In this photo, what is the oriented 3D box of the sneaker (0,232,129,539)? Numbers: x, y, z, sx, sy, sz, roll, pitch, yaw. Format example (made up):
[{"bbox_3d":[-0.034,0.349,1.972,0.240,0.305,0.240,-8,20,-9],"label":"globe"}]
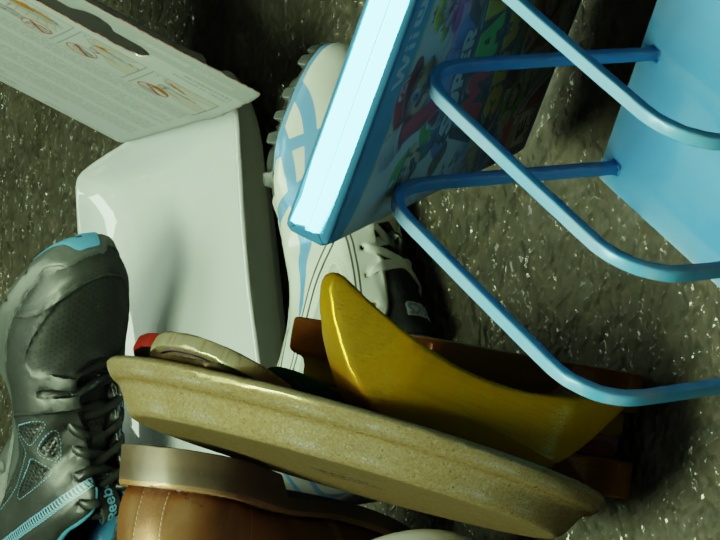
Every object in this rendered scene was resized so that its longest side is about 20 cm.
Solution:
[{"bbox_3d":[-0.134,0.075,1.391,0.082,0.073,0.201,37,130,37],"label":"sneaker"}]

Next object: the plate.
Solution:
[{"bbox_3d":[-0.082,0.026,1.381,0.199,0.032,0.201,-27,66,59],"label":"plate"}]

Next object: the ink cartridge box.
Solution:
[{"bbox_3d":[-0.138,-0.120,1.300,0.200,0.160,0.047,-10,55,67],"label":"ink cartridge box"}]

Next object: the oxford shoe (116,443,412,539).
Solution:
[{"bbox_3d":[-0.037,0.118,1.130,0.071,0.200,0.072,2,79,32],"label":"oxford shoe"}]

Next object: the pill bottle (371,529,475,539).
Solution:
[{"bbox_3d":[0.048,0.189,1.042,0.200,0.112,0.113,49,132,51],"label":"pill bottle"}]

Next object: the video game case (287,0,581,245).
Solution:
[{"bbox_3d":[0.042,-0.092,0.983,0.018,0.200,0.144,26,109,15],"label":"video game case"}]

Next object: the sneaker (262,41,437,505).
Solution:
[{"bbox_3d":[0.000,0.000,1.202,0.072,0.072,0.201,-7,73,24],"label":"sneaker"}]

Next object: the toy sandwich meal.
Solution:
[{"bbox_3d":[0.009,0.043,1.033,0.205,0.205,0.070,1,74,63],"label":"toy sandwich meal"}]

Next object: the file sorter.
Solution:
[{"bbox_3d":[0.107,-0.075,0.898,0.139,0.122,0.200,46,131,41],"label":"file sorter"}]
